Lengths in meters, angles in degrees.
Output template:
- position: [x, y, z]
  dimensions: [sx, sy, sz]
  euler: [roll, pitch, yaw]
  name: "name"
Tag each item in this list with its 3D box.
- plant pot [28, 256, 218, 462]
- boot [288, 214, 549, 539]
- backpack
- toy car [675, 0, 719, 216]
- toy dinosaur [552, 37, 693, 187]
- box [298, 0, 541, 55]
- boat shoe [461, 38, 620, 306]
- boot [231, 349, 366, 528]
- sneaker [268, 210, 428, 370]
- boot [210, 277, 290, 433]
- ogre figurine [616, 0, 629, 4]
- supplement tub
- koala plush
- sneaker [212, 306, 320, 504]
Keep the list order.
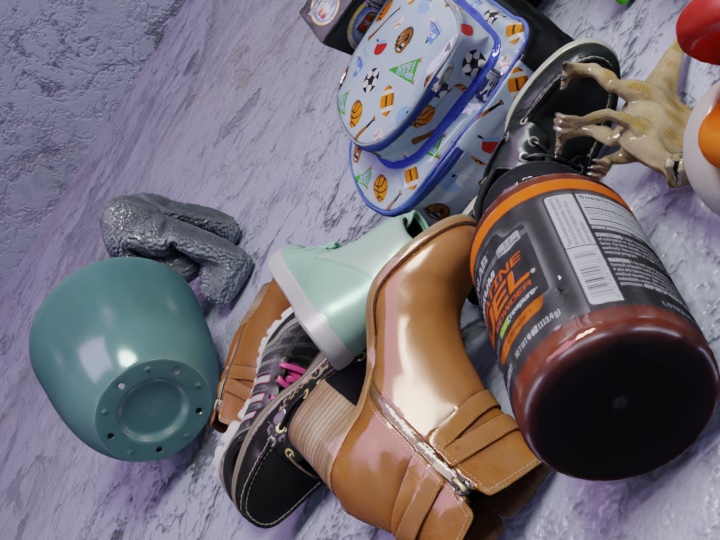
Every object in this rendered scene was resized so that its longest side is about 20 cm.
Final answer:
- position: [-0.243, 0.109, 1.170]
  dimensions: [0.201, 0.200, 0.161]
  euler: [-57, 35, 9]
  name: "plant pot"
- position: [0.057, 0.073, 0.679]
  dimensions: [0.155, 0.077, 0.200]
  euler: [32, 80, 40]
  name: "boot"
- position: [0.069, -0.123, 0.843]
  dimensions: [0.191, 0.153, 0.200]
  euler: [-62, 23, 22]
  name: "backpack"
- position: [0.218, -0.120, 0.509]
  dimensions: [0.175, 0.149, 0.201]
  euler: [-12, 53, 61]
  name: "toy car"
- position: [0.173, -0.097, 0.674]
  dimensions: [0.201, 0.100, 0.059]
  euler: [-69, -18, -50]
  name: "toy dinosaur"
- position: [0.068, -0.239, 0.909]
  dimensions: [0.160, 0.199, 0.044]
  euler: [-50, 56, 23]
  name: "box"
- position: [0.119, -0.060, 0.740]
  dimensions: [0.200, 0.074, 0.066]
  euler: [-55, 18, 21]
  name: "boat shoe"
- position: [-0.020, 0.138, 0.816]
  dimensions: [0.200, 0.073, 0.151]
  euler: [-50, 24, 5]
  name: "boot"
- position: [0.000, 0.000, 0.827]
  dimensions: [0.118, 0.074, 0.200]
  euler: [-38, 20, -2]
  name: "sneaker"
- position: [-0.078, 0.077, 1.010]
  dimensions: [0.156, 0.073, 0.200]
  euler: [-69, 12, -21]
  name: "boot"
- position: [0.179, -0.267, 0.800]
  dimensions: [0.099, 0.120, 0.200]
  euler: [-59, 24, -8]
  name: "ogre figurine"
- position: [0.121, 0.015, 0.617]
  dimensions: [0.107, 0.106, 0.201]
  euler: [-50, 25, 23]
  name: "supplement tub"
- position: [-0.255, 0.022, 1.341]
  dimensions: [0.178, 0.182, 0.201]
  euler: [-119, 49, -64]
  name: "koala plush"
- position: [-0.064, 0.122, 0.927]
  dimensions: [0.201, 0.073, 0.087]
  euler: [-62, 22, 11]
  name: "sneaker"
